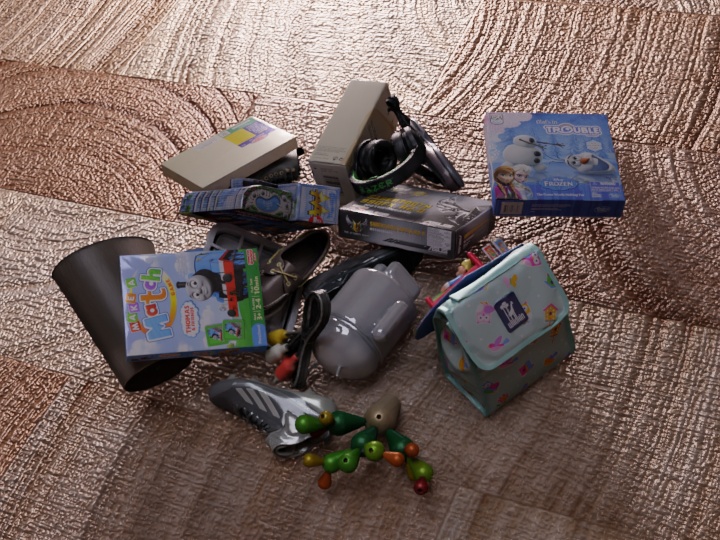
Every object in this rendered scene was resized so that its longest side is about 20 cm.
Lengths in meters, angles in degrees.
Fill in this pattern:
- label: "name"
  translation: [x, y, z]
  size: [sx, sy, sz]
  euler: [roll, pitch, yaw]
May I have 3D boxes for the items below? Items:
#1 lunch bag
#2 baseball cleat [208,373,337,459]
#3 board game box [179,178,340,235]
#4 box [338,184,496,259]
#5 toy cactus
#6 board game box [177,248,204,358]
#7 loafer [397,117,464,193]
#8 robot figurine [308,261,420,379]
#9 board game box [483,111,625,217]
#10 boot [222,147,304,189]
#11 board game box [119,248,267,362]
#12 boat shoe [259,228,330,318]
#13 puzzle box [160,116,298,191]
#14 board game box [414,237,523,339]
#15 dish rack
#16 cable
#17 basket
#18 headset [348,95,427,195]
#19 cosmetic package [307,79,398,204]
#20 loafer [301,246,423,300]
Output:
- label: "lunch bag"
  translation: [0.190, 0.074, 1.505]
  size: [0.170, 0.200, 0.122]
  euler: [-33, 49, -13]
- label: "baseball cleat"
  translation: [-0.135, 0.208, 1.579]
  size: [0.200, 0.070, 0.107]
  euler: [3, 51, 20]
- label: "board game box"
  translation: [-0.139, -0.103, 1.724]
  size: [0.200, 0.200, 0.062]
  euler: [-2, 81, 43]
- label: "box"
  translation: [0.089, -0.080, 1.724]
  size: [0.200, 0.048, 0.158]
  euler: [13, 26, 27]
- label: "toy cactus"
  translation: [0.016, 0.231, 1.506]
  size: [0.200, 0.102, 0.165]
  euler: [11, 30, 19]
- label: "board game box"
  translation: [-0.264, 0.060, 1.766]
  size: [0.158, 0.039, 0.200]
  euler: [-12, 58, 10]
- label: "loafer"
  translation: [0.109, -0.179, 1.848]
  size: [0.063, 0.072, 0.200]
  euler: [-38, 41, 7]
- label: "robot figurine"
  translation: [0.003, 0.077, 1.618]
  size: [0.200, 0.113, 0.170]
  euler: [-50, 18, -25]
- label: "board game box"
  translation: [0.301, -0.169, 1.756]
  size: [0.200, 0.043, 0.199]
  euler: [0, 49, -2]
- label: "boot"
  translation: [-0.163, -0.140, 1.888]
  size: [0.138, 0.078, 0.200]
  euler: [-8, 49, 4]
- label: "board game box"
  translation: [-0.241, 0.048, 1.606]
  size: [0.200, 0.037, 0.151]
  euler: [-4, 72, -13]
- label: "boat shoe"
  translation: [-0.115, 0.003, 1.704]
  size: [0.072, 0.060, 0.200]
  euler: [46, 50, 1]
- label: "puzzle box"
  translation: [-0.222, -0.195, 1.899]
  size: [0.200, 0.025, 0.133]
  euler: [-32, 40, -27]
- label: "board game box"
  translation: [0.141, 0.018, 1.573]
  size: [0.200, 0.158, 0.039]
  euler: [-27, 70, -40]
- label: "dish rack"
  translation: [-0.178, 0.036, 1.715]
  size: [0.171, 0.044, 0.200]
  euler: [24, 51, -15]
- label: "cable"
  translation: [-0.089, 0.103, 1.566]
  size: [0.050, 0.200, 0.097]
  euler: [-5, 66, -23]
- label: "basket"
  translation: [-0.342, 0.068, 1.669]
  size: [0.136, 0.180, 0.200]
  euler: [-39, 71, 30]
- label: "headset"
  translation: [0.045, -0.199, 1.790]
  size: [0.123, 0.094, 0.200]
  euler: [-14, 30, 29]
- label: "cosmetic package"
  translation: [-0.010, -0.217, 1.884]
  size: [0.073, 0.104, 0.200]
  euler: [10, 55, 24]
- label: "loafer"
  translation: [0.000, 0.000, 1.717]
  size: [0.200, 0.073, 0.072]
  euler: [-26, 43, -7]
